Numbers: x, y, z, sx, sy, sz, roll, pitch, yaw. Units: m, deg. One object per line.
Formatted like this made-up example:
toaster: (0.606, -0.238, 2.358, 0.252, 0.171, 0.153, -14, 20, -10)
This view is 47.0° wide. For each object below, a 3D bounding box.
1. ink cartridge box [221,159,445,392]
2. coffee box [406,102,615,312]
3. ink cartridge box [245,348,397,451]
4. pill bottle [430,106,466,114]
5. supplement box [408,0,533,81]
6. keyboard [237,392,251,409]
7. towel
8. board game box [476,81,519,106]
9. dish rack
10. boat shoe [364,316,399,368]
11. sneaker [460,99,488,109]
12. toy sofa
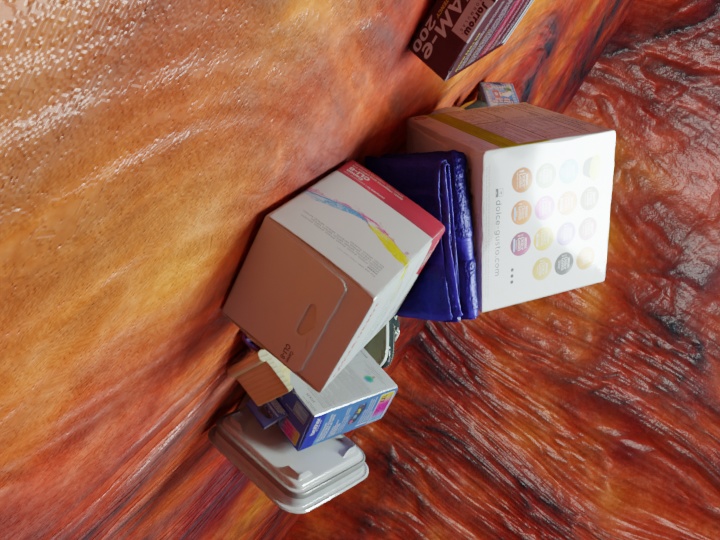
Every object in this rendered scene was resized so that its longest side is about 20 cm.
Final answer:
ink cartridge box: (-0.026, 0.000, 0.912, 0.200, 0.144, 0.146, -42, 165, -55)
coffee box: (0.190, -0.093, 1.082, 0.194, 0.200, 0.203, -11, 114, -21)
ink cartridge box: (-0.066, 0.166, 1.169, 0.198, 0.136, 0.077, -9, 134, -45)
pill bottle: (0.138, -0.147, 1.250, 0.111, 0.110, 0.201, -50, 154, -22)
supplement box: (0.141, -0.301, 0.955, 0.109, 0.061, 0.200, -55, 172, 37)
keyboard: (-0.133, 0.137, 1.232, 0.202, 0.011, 0.056, -59, 169, 20)
towel: (0.068, -0.040, 1.000, 0.049, 0.146, 0.204, -18, 106, -52)
board game box: (0.228, -0.171, 1.347, 0.201, 0.060, 0.203, -102, -165, -54)
dish rack: (-0.098, 0.241, 1.159, 0.170, 0.199, 0.044, -16, 128, -47)
boat shoe: (0.041, 0.092, 1.448, 0.076, 0.060, 0.202, -44, -145, 35)
sneaker: (0.160, -0.206, 1.362, 0.091, 0.077, 0.201, -65, -179, -45)
toy sofa: (-0.088, 0.074, 1.092, 0.082, 0.098, 0.200, -29, -168, 46)
